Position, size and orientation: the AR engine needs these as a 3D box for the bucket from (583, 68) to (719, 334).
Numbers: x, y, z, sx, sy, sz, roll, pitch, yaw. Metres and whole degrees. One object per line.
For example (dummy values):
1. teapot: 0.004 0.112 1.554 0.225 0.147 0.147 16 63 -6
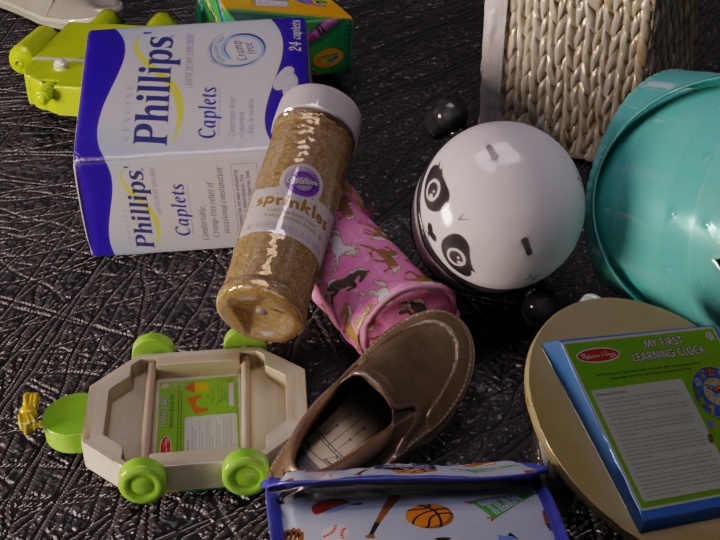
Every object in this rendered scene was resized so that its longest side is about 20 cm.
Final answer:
1. bucket: 0.267 -0.048 1.084 0.206 0.209 0.134 -30 34 -35

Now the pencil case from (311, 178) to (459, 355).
1. pencil case: 0.000 0.000 1.138 0.086 0.083 0.200 -38 38 -1

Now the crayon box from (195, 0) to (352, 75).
1. crayon box: -0.092 -0.254 1.528 0.117 0.059 0.200 -5 25 -18

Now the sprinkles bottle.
1. sprinkles bottle: -0.050 -0.045 1.102 0.067 0.069 0.201 5 53 13

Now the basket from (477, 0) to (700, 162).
1. basket: 0.214 -0.228 1.362 0.159 0.202 0.198 14 37 21

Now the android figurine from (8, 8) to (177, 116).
1. android figurine: -0.253 -0.205 1.457 0.180 0.041 0.200 6 32 14

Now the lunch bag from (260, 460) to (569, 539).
1. lunch bag: 0.031 0.174 0.827 0.168 0.125 0.200 -2 27 -4

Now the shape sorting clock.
1. shape sorting clock: 0.192 0.100 0.943 0.198 0.039 0.202 16 49 -19

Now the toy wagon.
1. toy wagon: -0.135 0.101 1.032 0.198 0.040 0.156 -5 32 -1

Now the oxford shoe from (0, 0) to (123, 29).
1. oxford shoe: -0.351 -0.317 1.681 0.199 0.058 0.075 21 37 30

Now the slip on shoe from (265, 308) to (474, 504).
1. slip on shoe: 0.011 0.087 0.984 0.076 0.061 0.200 36 56 21

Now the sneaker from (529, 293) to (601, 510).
1. sneaker: 0.164 0.086 0.998 0.079 0.074 0.200 15 39 15

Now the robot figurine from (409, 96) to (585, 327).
1. robot figurine: 0.097 -0.042 1.109 0.149 0.126 0.200 25 -3 -1

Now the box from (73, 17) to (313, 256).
1. box: -0.137 -0.118 1.278 0.198 0.106 0.185 -4 44 -1
